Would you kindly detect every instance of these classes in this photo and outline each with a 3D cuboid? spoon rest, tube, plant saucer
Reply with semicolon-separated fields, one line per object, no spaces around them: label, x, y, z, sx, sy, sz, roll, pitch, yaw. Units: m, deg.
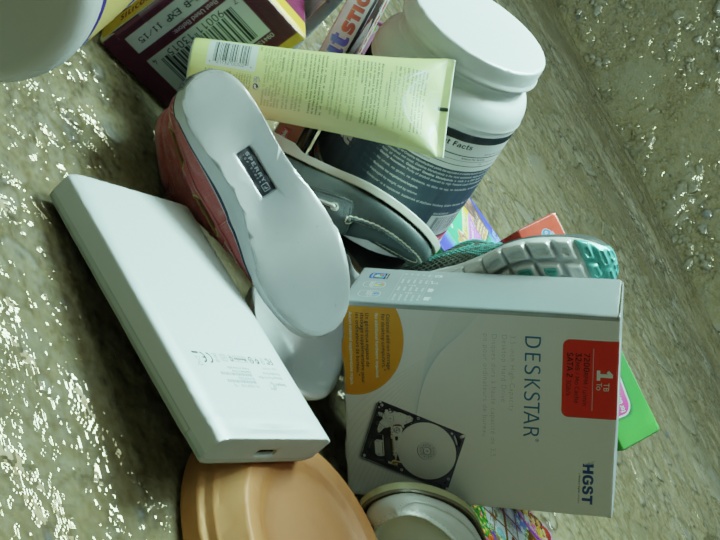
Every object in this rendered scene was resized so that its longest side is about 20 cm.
spoon rest;-0.039;0.030;0.963;0.100;0.060;0.200;56;21;-10
tube;-0.030;-0.133;0.936;0.052;0.197;0.059;-85;-178;-59
plant saucer;-0.037;0.185;0.799;0.200;0.037;0.201;49;23;-29

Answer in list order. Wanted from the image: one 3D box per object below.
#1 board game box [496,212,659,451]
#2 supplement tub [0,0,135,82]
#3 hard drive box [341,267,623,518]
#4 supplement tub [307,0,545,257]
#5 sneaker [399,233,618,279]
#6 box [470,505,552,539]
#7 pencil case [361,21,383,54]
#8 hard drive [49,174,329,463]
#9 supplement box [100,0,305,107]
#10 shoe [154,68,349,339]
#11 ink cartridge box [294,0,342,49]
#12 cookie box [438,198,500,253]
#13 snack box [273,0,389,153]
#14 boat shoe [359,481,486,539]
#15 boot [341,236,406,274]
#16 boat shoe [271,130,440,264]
board game box;0.171;0.063;1.107;0.202;0.040;0.153;64;-17;4
supplement tub;-0.203;-0.215;0.786;0.146;0.144;0.201;53;22;-17
hard drive box;0.091;0.087;0.923;0.077;0.197;0.158;-54;144;-68
supplement tub;0.050;-0.124;1.047;0.139;0.201;0.141;22;34;-16
sneaker;0.103;0.001;0.984;0.092;0.197;0.078;-69;143;-58
box;0.107;0.230;1.064;0.200;0.039;0.138;47;24;-31
pencil case;0.053;-0.190;1.434;0.200;0.087;0.088;44;26;-38
hard drive;-0.107;0.032;0.798;0.201;0.026;0.131;56;18;22
supplement box;-0.124;-0.240;1.020;0.103;0.130;0.201;43;26;-34
shoe;-0.080;-0.041;0.898;0.071;0.091;0.202;-30;94;-25
ink cartridge box;-0.056;-0.211;1.095;0.057;0.162;0.201;35;29;-24
cookie box;0.059;-0.050;1.268;0.201;0.075;0.172;52;23;-19
snack box;-0.029;-0.162;1.055;0.024;0.202;0.072;28;-6;3
boat shoe;0.066;0.228;0.919;0.200;0.074;0.069;49;24;-38
boot;0.000;0.000;1.099;0.073;0.076;0.201;-10;56;-38
boat shoe;-0.034;-0.048;0.976;0.198;0.062;0.073;29;-14;-1
